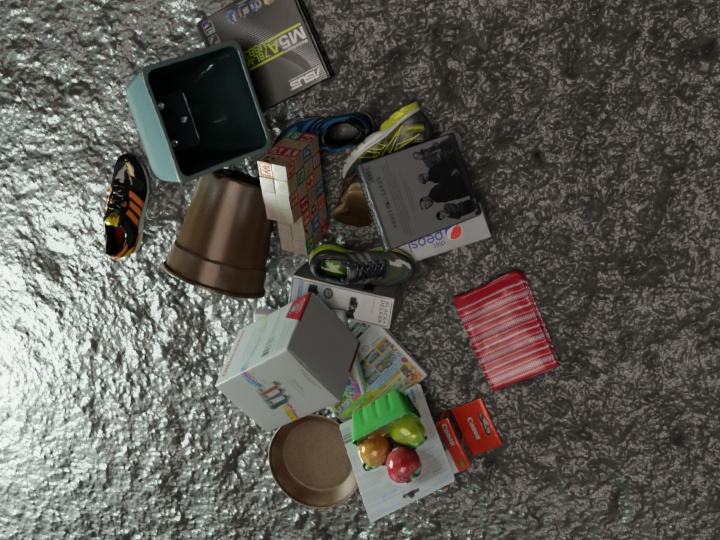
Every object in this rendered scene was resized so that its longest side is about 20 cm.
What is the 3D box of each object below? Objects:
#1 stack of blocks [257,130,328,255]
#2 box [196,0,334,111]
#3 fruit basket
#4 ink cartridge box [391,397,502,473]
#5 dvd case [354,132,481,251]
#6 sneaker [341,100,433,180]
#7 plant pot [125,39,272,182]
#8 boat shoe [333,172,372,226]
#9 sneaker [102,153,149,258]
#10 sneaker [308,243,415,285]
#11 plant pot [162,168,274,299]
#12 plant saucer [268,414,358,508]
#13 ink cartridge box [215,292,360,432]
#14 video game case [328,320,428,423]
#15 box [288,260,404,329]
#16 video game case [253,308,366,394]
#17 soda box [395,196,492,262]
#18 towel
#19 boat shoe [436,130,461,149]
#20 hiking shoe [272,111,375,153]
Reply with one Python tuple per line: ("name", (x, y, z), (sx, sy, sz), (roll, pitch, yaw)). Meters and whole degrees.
("stack of blocks", (-0.117, -0.130, 1.644), (0.058, 0.115, 0.203), (13, 130, 24))
("box", (-0.172, -0.400, 1.665), (0.197, 0.048, 0.196), (-21, 96, 17))
("fruit basket", (0.067, 0.339, 1.716), (0.183, 0.094, 0.203), (-30, 63, 13))
("ink cartridge box", (0.164, 0.335, 1.772), (0.197, 0.050, 0.110), (-25, 97, 17))
("dvd case", (0.100, -0.135, 1.563), (0.197, 0.025, 0.153), (-21, 92, -24))
("sneaker", (0.047, -0.210, 1.636), (0.200, 0.074, 0.085), (-42, 86, 29))
("plant pot", (-0.308, -0.273, 1.638), (0.199, 0.194, 0.200), (1, 113, 56))
("boat shoe", (-0.004, -0.134, 1.639), (0.071, 0.200, 0.073), (13, 74, -3))
("sneaker", (-0.458, -0.121, 1.772), (0.069, 0.090, 0.204), (9, 106, 9))
("sneaker", (0.000, 0.000, 1.639), (0.195, 0.081, 0.075), (1, 109, 5))
("plant pot", (-0.242, -0.076, 1.694), (0.197, 0.200, 0.202), (19, 100, 6))
("plant saucer", (-0.087, 0.378, 1.845), (0.196, 0.037, 0.205), (3, 104, 11))
("ink cartridge box", (-0.129, 0.166, 1.634), (0.198, 0.147, 0.145), (-26, 119, 36))
("video game case", (0.002, 0.200, 1.789), (0.182, 0.023, 0.200), (45, 107, -1))
("box", (-0.024, 0.044, 1.707), (0.196, 0.117, 0.061), (12, 106, 8))
("video game case", (-0.093, 0.153, 1.727), (0.178, 0.024, 0.203), (0, 129, 20))
("soda box", (0.138, -0.068, 1.671), (0.197, 0.063, 0.069), (-19, 100, 16))
("towel", (0.271, 0.113, 1.710), (0.142, 0.022, 0.203), (-22, 98, 17))
("boat shoe", (0.104, -0.170, 1.649), (0.070, 0.071, 0.202), (34, 93, 45))
("hiking shoe", (-0.074, -0.245, 1.660), (0.196, 0.087, 0.076), (-15, 100, 15))
